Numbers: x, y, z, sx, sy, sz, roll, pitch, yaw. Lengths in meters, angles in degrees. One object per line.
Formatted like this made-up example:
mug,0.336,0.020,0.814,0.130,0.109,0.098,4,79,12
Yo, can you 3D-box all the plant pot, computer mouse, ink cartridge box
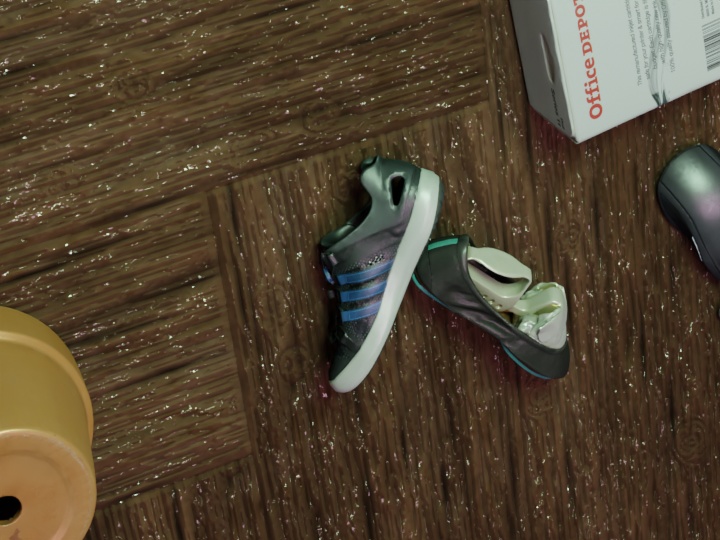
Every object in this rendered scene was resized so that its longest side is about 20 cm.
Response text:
plant pot,-0.281,0.144,1.515,0.199,0.140,0.201,-12,119,-22
computer mouse,0.352,-0.047,1.798,0.140,0.046,0.200,-37,126,-4
ink cartridge box,0.224,-0.212,1.625,0.199,0.083,0.147,-24,124,-15

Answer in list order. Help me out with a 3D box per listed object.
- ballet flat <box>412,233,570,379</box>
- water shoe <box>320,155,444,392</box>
ballet flat,0.128,0.031,1.702,0.068,0.068,0.200,-31,133,32
water shoe,0.000,0.000,1.643,0.078,0.072,0.201,21,107,-5
